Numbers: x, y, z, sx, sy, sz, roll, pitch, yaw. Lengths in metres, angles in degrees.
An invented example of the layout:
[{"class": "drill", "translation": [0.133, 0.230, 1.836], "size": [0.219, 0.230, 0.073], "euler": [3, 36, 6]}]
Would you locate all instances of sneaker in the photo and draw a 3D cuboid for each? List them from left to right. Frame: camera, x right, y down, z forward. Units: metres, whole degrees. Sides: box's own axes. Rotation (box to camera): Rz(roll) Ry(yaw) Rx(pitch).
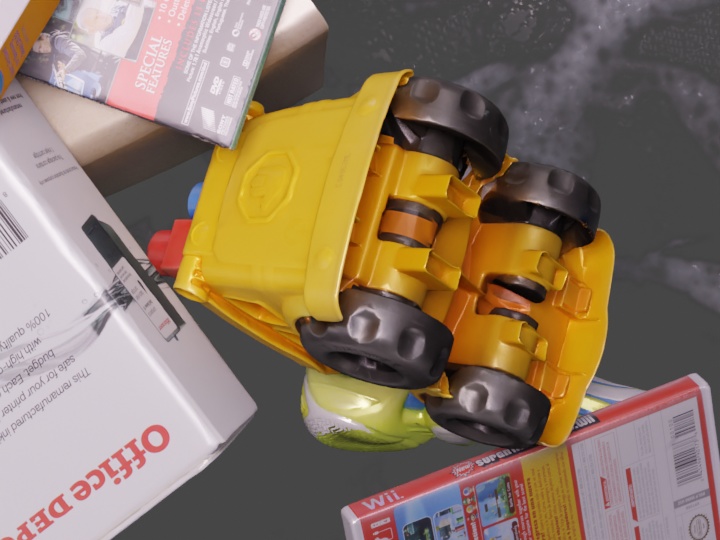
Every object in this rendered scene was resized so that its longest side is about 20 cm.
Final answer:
[{"class": "sneaker", "translation": [0.070, 0.042, 1.472], "size": [0.198, 0.076, 0.106], "euler": [4, 76, -10]}]

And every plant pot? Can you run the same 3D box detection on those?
[{"class": "plant pot", "translation": [-0.145, -0.132, 1.416], "size": [0.177, 0.200, 0.200], "euler": [-37, 87, -4]}]

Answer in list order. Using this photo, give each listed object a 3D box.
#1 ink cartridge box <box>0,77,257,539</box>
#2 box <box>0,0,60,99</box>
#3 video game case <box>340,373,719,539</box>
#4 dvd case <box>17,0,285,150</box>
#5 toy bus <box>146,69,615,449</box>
[{"class": "ink cartridge box", "translation": [-0.164, 0.035, 1.307], "size": [0.146, 0.083, 0.200], "euler": [-36, 91, 16]}, {"class": "box", "translation": [-0.182, -0.154, 1.256], "size": [0.118, 0.042, 0.201], "euler": [25, 71, 10]}, {"class": "video game case", "translation": [0.094, 0.147, 1.442], "size": [0.199, 0.017, 0.144], "euler": [-20, 120, -15]}, {"class": "dvd case", "translation": [-0.128, -0.156, 1.315], "size": [0.199, 0.022, 0.147], "euler": [19, 91, 4]}, {"class": "toy bus", "translation": [0.000, 0.000, 1.386], "size": [0.200, 0.191, 0.137], "euler": [33, 65, -44]}]
